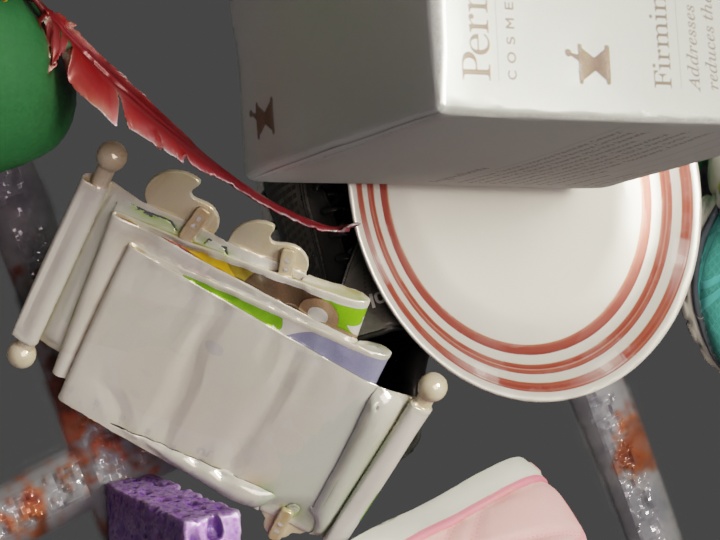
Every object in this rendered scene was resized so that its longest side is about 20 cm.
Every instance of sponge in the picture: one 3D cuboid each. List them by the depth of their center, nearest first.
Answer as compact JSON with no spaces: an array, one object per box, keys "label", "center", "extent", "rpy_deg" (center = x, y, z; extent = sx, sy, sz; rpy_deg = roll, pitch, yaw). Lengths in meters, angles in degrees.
[{"label":"sponge","center":[-0.080,0.200,1.202],"extent":[0.030,0.111,0.202],"rpy_deg":[-6,96,-25]}]

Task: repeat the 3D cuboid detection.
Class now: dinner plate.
[{"label":"dinner plate","center":[0.075,-0.038,1.241],"extent":[0.199,0.024,0.202],"rpy_deg":[6,78,-31]}]

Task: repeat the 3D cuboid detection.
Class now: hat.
[{"label":"hat","center":[-0.134,-0.089,1.146],"extent":[0.175,0.165,0.202],"rpy_deg":[-2,75,-36]}]

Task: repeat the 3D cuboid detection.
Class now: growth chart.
[{"label":"growth chart","center":[-0.061,0.040,1.193],"extent":[0.199,0.018,0.145],"rpy_deg":[34,118,-8]}]

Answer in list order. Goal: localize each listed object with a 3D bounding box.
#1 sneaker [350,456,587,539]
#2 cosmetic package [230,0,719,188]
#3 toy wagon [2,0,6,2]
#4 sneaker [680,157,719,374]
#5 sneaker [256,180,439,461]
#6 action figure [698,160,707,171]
[{"label":"sneaker","center":[0.038,0.171,1.241],"extent":[0.199,0.076,0.105],"rpy_deg":[-27,63,-32]},{"label":"cosmetic package","center":[0.067,-0.130,1.140],"extent":[0.199,0.166,0.169],"rpy_deg":[-1,83,-31]},{"label":"toy wagon","center":[-0.123,-0.177,1.060],"extent":[0.155,0.040,0.201],"rpy_deg":[35,52,-12]},{"label":"sneaker","center":[0.210,-0.024,1.315],"extent":[0.077,0.080,0.201],"rpy_deg":[-16,126,-29]},{"label":"sneaker","center":[0.000,0.000,1.237],"extent":[0.066,0.090,0.202],"rpy_deg":[-9,97,-24]},{"label":"action figure","center":[0.118,-0.143,1.300],"extent":[0.200,0.055,0.119],"rpy_deg":[36,81,-26]}]
